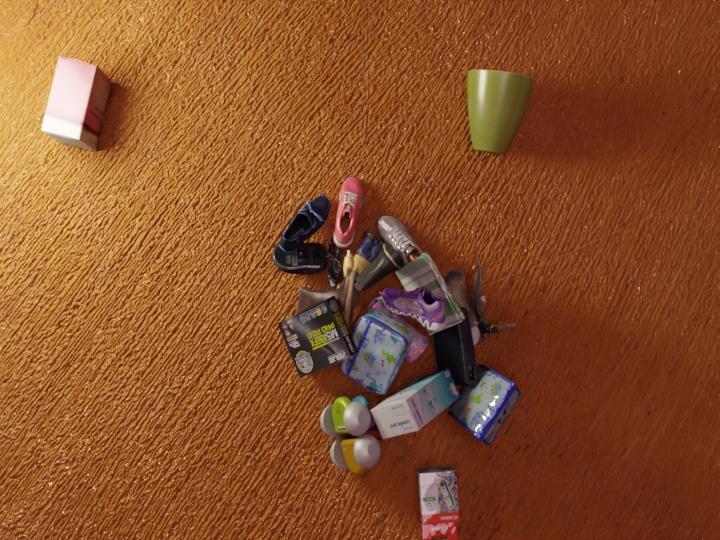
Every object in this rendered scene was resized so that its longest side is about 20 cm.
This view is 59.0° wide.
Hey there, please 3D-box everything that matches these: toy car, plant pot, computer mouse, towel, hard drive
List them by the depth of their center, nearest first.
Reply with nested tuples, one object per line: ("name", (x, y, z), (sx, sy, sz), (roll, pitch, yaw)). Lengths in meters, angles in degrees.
("toy car", (-0.004, 0.428, 1.701), (0.147, 0.173, 0.206), (-17, 87, -38))
("towel", (0.182, 0.065, 1.701), (0.023, 0.152, 0.204), (-29, 88, -38))
("hard drive", (0.251, 0.210, 1.726), (0.041, 0.133, 0.208), (-4, 84, -34))
("computer mouse", (-0.147, -0.025, 1.753), (0.193, 0.053, 0.143), (5, 62, -7))
("plant pot", (0.372, -0.433, 1.762), (0.180, 0.187, 0.207), (7, 101, -3))

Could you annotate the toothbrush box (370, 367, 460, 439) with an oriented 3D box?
("toothbrush box", (0.144, 0.347, 1.661), (0.197, 0.145, 0.087), (-26, 88, -43))

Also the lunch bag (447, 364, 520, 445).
("lunch bag", (0.335, 0.357, 1.689), (0.126, 0.200, 0.172), (35, 85, 0))

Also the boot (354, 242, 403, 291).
("boot", (0.040, -0.002, 1.677), (0.137, 0.200, 0.078), (-40, 84, 0))

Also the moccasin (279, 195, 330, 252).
("moccasin", (-0.143, -0.131, 1.733), (0.079, 0.069, 0.202), (32, 66, 5))

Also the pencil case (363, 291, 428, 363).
("pencil case", (0.097, 0.156, 1.745), (0.087, 0.087, 0.200), (-44, 88, -4))

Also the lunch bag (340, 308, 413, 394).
("lunch bag", (0.038, 0.216, 1.696), (0.158, 0.082, 0.204), (31, 117, 11))

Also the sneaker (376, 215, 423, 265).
("sneaker", (0.121, -0.073, 1.761), (0.076, 0.081, 0.201), (-41, 88, -3))

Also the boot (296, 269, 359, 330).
("boot", (-0.091, 0.073, 1.702), (0.162, 0.072, 0.206), (19, 115, 16))

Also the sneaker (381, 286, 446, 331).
("sneaker", (0.145, 0.079, 1.676), (0.196, 0.080, 0.091), (23, 123, 29))

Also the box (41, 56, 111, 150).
("box", (-0.759, -0.445, 1.710), (0.105, 0.128, 0.207), (12, 87, -3))

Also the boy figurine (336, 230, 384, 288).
("boy figurine", (0.000, 0.000, 1.758), (0.122, 0.064, 0.204), (28, 88, -29))

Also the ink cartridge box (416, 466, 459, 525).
("ink cartridge box", (0.214, 0.649, 1.739), (0.105, 0.050, 0.208), (-3, 86, -3))

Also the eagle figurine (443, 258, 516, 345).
("eagle figurine", (0.309, 0.091, 1.743), (0.149, 0.151, 0.203), (-32, 99, 10))

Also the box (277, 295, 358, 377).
("box", (-0.116, 0.179, 1.694), (0.197, 0.044, 0.165), (-25, 87, 36))

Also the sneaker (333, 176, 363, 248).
("sneaker", (-0.028, -0.168, 1.747), (0.071, 0.087, 0.207), (9, 76, -3))
